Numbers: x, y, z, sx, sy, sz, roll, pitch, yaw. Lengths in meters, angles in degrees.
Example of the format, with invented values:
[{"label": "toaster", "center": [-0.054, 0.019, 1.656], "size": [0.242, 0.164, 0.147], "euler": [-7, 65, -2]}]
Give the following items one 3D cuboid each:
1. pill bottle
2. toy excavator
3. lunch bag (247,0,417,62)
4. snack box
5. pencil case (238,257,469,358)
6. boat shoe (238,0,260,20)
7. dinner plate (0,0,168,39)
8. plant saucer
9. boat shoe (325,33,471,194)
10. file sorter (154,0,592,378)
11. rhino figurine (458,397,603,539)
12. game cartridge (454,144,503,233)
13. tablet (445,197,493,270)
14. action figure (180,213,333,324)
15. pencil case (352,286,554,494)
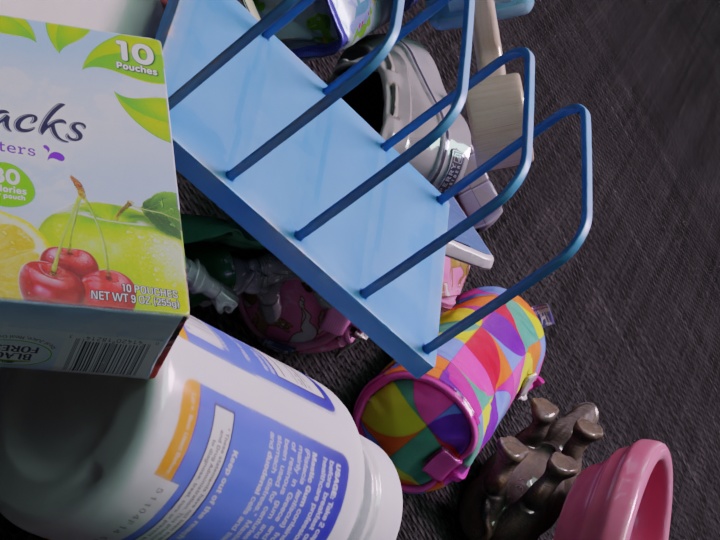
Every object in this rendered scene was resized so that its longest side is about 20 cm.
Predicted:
[{"label": "pill bottle", "center": [-0.068, 0.089, 0.793], "size": [0.200, 0.111, 0.113], "euler": [33, 37, -48]}, {"label": "toy excavator", "center": [0.077, -0.175, 1.102], "size": [0.195, 0.099, 0.202], "euler": [-78, 156, -78]}, {"label": "lunch bag", "center": [-0.065, -0.232, 1.113], "size": [0.202, 0.126, 0.170], "euler": [69, 21, -11]}, {"label": "snack box", "center": [-0.172, -0.037, 0.674], "size": [0.198, 0.053, 0.143], "euler": [6, 52, -23]}, {"label": "pencil case", "center": [0.000, 0.000, 1.057], "size": [0.200, 0.082, 0.088], "euler": [-16, 99, -66]}, {"label": "boat shoe", "center": [-0.121, -0.187, 1.020], "size": [0.203, 0.073, 0.063], "euler": [61, 24, -3]}, {"label": "dinner plate", "center": [-0.140, -0.145, 0.837], "size": [0.200, 0.024, 0.201], "euler": [40, 32, -31]}, {"label": "plant saucer", "center": [0.151, 0.203, 1.090], "size": [0.200, 0.050, 0.203], "euler": [11, 90, -71]}, {"label": "boat shoe", "center": [0.007, -0.101, 1.066], "size": [0.065, 0.072, 0.201], "euler": [18, 24, -23]}, {"label": "file sorter", "center": [0.009, -0.078, 0.852], "size": [0.200, 0.122, 0.139], "euler": [42, 33, -24]}, {"label": "rhino figurine", "center": [0.119, 0.132, 1.157], "size": [0.059, 0.088, 0.200], "euler": [32, 21, 13]}, {"label": "game cartridge", "center": [0.061, -0.088, 1.256], "size": [0.200, 0.038, 0.131], "euler": [13, 55, -87]}, {"label": "tablet", "center": [0.004, -0.066, 1.091], "size": [0.129, 0.014, 0.200], "euler": [23, 18, -22]}, {"label": "action figure", "center": [-0.093, 0.003, 0.871], "size": [0.199, 0.117, 0.055], "euler": [3, 73, -53]}, {"label": "pencil case", "center": [0.063, 0.072, 1.105], "size": [0.089, 0.088, 0.200], "euler": [60, 26, -3]}]
